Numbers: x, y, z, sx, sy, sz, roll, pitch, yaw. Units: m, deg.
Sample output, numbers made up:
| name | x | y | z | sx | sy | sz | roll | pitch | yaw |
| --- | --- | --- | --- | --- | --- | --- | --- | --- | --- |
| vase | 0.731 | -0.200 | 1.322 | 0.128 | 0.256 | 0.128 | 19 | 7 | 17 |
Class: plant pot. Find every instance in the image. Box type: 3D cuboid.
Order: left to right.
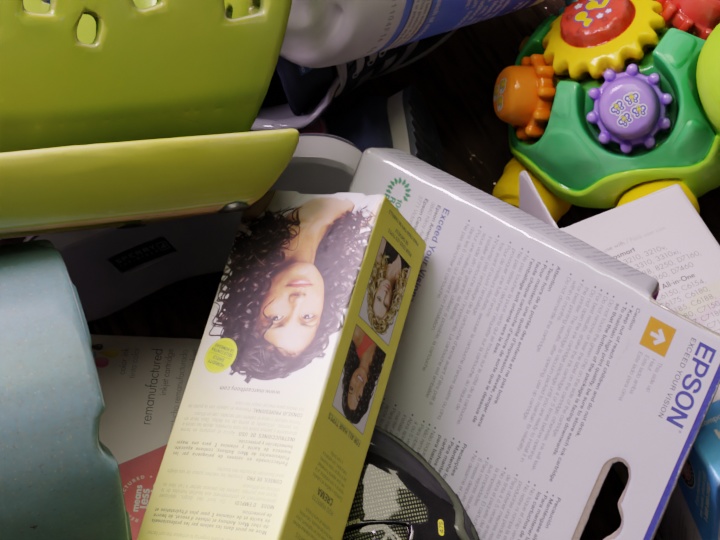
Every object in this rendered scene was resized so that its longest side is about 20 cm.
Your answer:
| name | x | y | z | sx | sy | sz | roll | pitch | yaw |
| --- | --- | --- | --- | --- | --- | --- | --- | --- | --- |
| plant pot | -0.208 | 0.080 | 1.195 | 0.195 | 0.201 | 0.201 | -13 | 52 | -10 |
| plant pot | -0.138 | -0.107 | 1.240 | 0.198 | 0.200 | 0.183 | -6 | 90 | -23 |

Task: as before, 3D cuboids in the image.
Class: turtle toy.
| name | x | y | z | sx | sy | sz | roll | pitch | yaw |
| --- | --- | --- | --- | --- | --- | --- | --- | --- | --- |
| turtle toy | 0.150 | -0.090 | 1.392 | 0.199 | 0.101 | 0.146 | 10 | 51 | 38 |

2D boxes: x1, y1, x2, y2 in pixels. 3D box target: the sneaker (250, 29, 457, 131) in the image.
| name | x | y | z | sx | sy | sz | roll | pitch | yaw |
| --- | --- | --- | --- | --- | --- | --- | --- | --- | --- |
| sneaker | -0.006 | -0.126 | 1.435 | 0.199 | 0.108 | 0.070 | -31 | 96 | -6 |

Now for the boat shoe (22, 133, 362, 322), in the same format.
| name | x | y | z | sx | sy | sz | roll | pitch | yaw |
| --- | --- | --- | --- | --- | --- | --- | --- | --- | --- |
| boat shoe | -0.083 | -0.035 | 1.392 | 0.199 | 0.071 | 0.070 | -21 | 40 | 26 |

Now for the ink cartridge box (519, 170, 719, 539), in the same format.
| name | x | y | z | sx | sy | sz | roll | pitch | yaw |
| --- | --- | --- | --- | --- | --- | --- | --- | --- | --- |
| ink cartridge box | 0.145 | 0.045 | 1.304 | 0.067 | 0.115 | 0.200 | -20 | 54 | -13 |

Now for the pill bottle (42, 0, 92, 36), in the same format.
| name | x | y | z | sx | sy | sz | roll | pitch | yaw |
| --- | --- | --- | --- | --- | --- | --- | --- | --- | --- |
| pill bottle | -0.139 | -0.130 | 1.409 | 0.112 | 0.112 | 0.200 | 26 | 64 | 23 |

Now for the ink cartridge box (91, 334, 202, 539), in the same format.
| name | x | y | z | sx | sy | sz | roll | pitch | yaw |
| --- | --- | --- | --- | --- | --- | --- | --- | --- | --- |
| ink cartridge box | -0.170 | 0.093 | 1.328 | 0.199 | 0.068 | 0.117 | 1 | 54 | 6 |

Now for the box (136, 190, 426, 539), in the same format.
| name | x | y | z | sx | sy | sz | roll | pitch | yaw |
| --- | --- | --- | --- | --- | --- | --- | --- | --- | --- |
| box | -0.036 | 0.064 | 1.205 | 0.075 | 0.050 | 0.201 | 1 | 63 | 31 |

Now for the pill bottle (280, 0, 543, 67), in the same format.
| name | x | y | z | sx | sy | sz | roll | pitch | yaw |
| --- | --- | --- | --- | --- | --- | --- | --- | --- | --- |
| pill bottle | 0.040 | -0.175 | 1.378 | 0.199 | 0.113 | 0.112 | -19 | 50 | -36 |

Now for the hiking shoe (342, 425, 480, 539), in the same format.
| name | x | y | z | sx | sy | sz | roll | pitch | yaw |
| --- | --- | --- | --- | --- | --- | --- | --- | --- | --- |
| hiking shoe | 0.018 | 0.154 | 1.199 | 0.075 | 0.101 | 0.201 | -26 | 78 | 14 |

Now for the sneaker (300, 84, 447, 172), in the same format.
| name | x | y | z | sx | sy | sz | roll | pitch | yaw |
| --- | --- | --- | --- | --- | --- | --- | --- | --- | --- |
| sneaker | 0.000 | 0.000 | 1.394 | 0.082 | 0.070 | 0.201 | -13 | 47 | 17 |

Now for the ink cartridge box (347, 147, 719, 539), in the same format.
| name | x | y | z | sx | sy | sz | roll | pitch | yaw |
| --- | --- | --- | --- | --- | --- | --- | --- | --- | --- |
| ink cartridge box | 0.054 | 0.074 | 1.262 | 0.199 | 0.197 | 0.043 | 29 | 16 | 23 |
